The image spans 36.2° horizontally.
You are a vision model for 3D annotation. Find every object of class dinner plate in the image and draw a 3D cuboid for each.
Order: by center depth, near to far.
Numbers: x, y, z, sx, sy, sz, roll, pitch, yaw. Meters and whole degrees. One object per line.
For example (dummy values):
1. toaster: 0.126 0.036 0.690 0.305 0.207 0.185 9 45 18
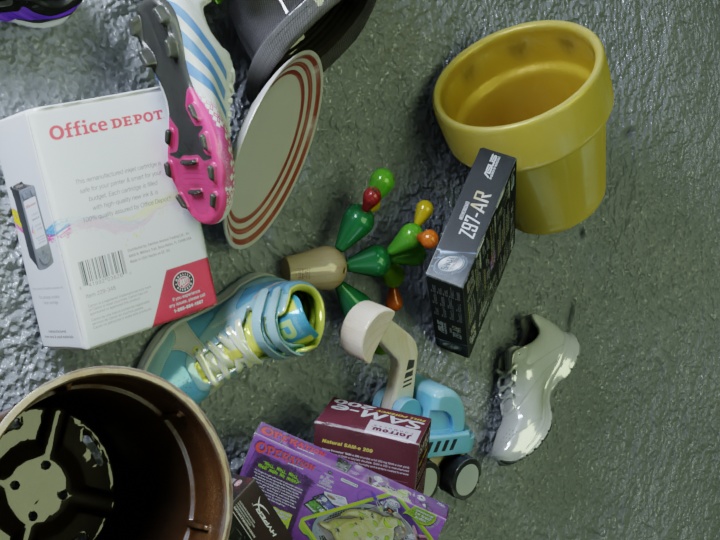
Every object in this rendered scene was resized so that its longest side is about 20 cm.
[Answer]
1. dinner plate: -0.088 -0.117 1.058 0.202 0.024 0.201 -60 166 -25

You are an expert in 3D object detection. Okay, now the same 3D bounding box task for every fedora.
1. fedora: -0.067 -0.252 1.071 0.177 0.200 0.091 -42 87 1

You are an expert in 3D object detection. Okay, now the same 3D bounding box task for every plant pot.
1. plant pot: -0.232 0.179 0.871 0.198 0.197 0.204 4 83 -32
2. plant pot: 0.203 -0.153 1.277 0.201 0.199 0.190 -51 134 -29

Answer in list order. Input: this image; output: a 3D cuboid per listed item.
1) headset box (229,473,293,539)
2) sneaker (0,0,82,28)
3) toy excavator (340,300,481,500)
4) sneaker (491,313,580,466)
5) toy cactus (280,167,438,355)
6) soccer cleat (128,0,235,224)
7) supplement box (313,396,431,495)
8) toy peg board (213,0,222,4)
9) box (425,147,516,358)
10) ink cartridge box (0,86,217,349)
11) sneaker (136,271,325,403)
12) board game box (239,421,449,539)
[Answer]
1. headset box: -0.179 0.268 0.958 0.200 0.148 0.078 -43 114 -31
2. sneaker: -0.306 -0.236 0.890 0.198 0.099 0.071 -17 98 -40
3. toy excavator: 0.047 0.134 1.159 0.192 0.099 0.204 3 100 -42
4. sneaker: 0.196 0.144 1.344 0.087 0.074 0.202 38 58 -20
5. toy cactus: 0.000 0.000 1.155 0.162 0.102 0.203 -7 115 -23
6. soccer cleat: -0.133 -0.145 0.955 0.086 0.069 0.203 -27 107 -49
7. supplement box: 0.006 0.238 1.098 0.061 0.107 0.203 -49 147 -65
8. toy peg board: -0.107 -0.315 0.995 0.200 0.198 0.098 -49 115 -30
9. box: 0.127 -0.014 1.221 0.201 0.043 0.162 73 38 -64
10. ink cartridge box: -0.222 -0.047 0.968 0.146 0.085 0.204 -18 99 -41
11. sneaker: -0.114 0.069 1.029 0.200 0.130 0.080 -45 117 -31
12. board game box: -0.027 0.238 1.056 0.032 0.197 0.121 -60 173 -63
